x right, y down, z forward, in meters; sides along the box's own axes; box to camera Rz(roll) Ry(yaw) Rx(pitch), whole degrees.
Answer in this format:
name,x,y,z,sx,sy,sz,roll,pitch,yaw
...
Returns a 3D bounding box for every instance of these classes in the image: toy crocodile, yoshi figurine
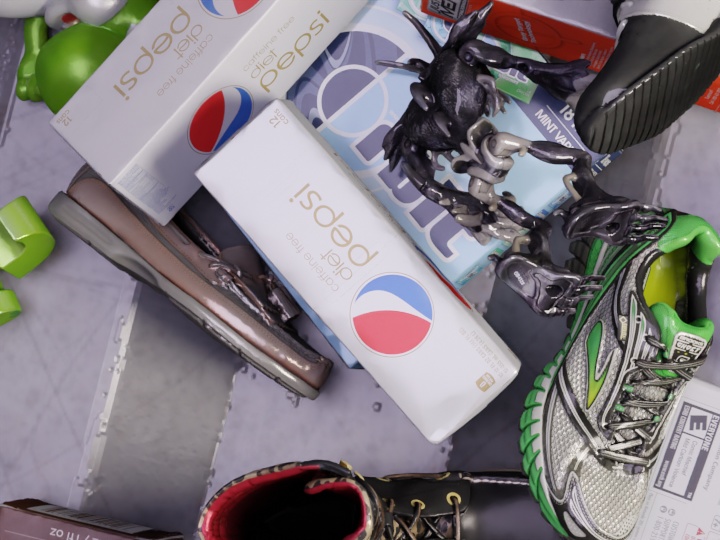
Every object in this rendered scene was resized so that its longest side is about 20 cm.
name,x,y,z,sx,sy,sz,roll,pitch,yaw
toy crocodile,-0.272,0.016,1.500,0.200,0.062,0.068,-23,81,10
yoshi figurine,-0.198,-0.152,1.481,0.200,0.112,0.112,27,107,10

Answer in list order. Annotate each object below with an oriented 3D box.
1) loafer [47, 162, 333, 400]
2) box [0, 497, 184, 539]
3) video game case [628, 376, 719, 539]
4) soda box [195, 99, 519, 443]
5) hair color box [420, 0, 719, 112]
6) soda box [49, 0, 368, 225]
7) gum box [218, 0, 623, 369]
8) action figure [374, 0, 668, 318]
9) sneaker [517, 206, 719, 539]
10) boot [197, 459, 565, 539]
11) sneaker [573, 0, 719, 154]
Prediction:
name,x,y,z,sx,sy,sz,roll,pitch,yaw
loafer,-0.091,-0.003,1.463,0.200,0.072,0.063,35,86,15
box,-0.178,0.240,1.459,0.100,0.075,0.200,11,90,12
video game case,0.226,0.180,1.397,0.182,0.022,0.200,20,91,9
soda box,0.000,0.000,1.384,0.064,0.068,0.200,-42,88,5
hair color box,0.143,-0.166,1.401,0.200,0.061,0.102,18,77,3
soda box,-0.079,-0.127,1.428,0.200,0.064,0.068,-47,56,1
gum box,0.021,-0.070,1.454,0.200,0.045,0.170,-41,80,7
action figure,0.083,-0.062,1.369,0.119,0.102,0.200,-54,45,23
sneaker,0.145,0.056,1.372,0.078,0.085,0.200,19,76,-31
boot,0.018,0.140,1.378,0.200,0.151,0.073,-2,80,18
sneaker,0.161,-0.142,1.329,0.088,0.074,0.200,38,62,16
